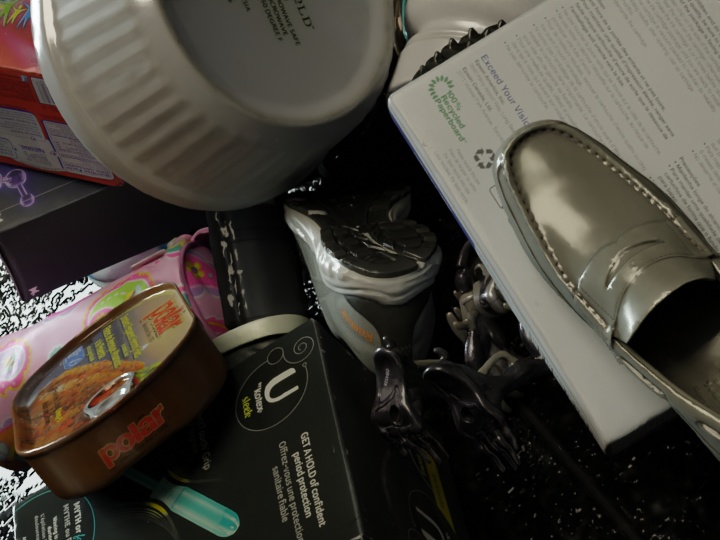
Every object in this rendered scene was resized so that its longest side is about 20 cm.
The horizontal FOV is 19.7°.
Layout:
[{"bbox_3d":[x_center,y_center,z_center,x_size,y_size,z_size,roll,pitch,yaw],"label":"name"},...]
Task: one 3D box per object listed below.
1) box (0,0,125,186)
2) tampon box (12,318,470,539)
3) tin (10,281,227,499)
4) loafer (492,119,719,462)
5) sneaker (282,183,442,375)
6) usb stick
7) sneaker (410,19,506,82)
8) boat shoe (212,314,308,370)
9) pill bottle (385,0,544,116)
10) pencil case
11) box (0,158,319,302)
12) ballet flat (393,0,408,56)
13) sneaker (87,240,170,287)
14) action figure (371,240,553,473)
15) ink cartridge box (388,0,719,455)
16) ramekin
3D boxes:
[{"bbox_3d":[-0.219,-0.130,1.219,0.200,0.100,0.096,12,58,19],"label":"box"},{"bbox_3d":[-0.055,0.154,1.045,0.200,0.126,0.150,-32,41,17],"label":"tampon box"},{"bbox_3d":[-0.125,0.060,1.077,0.112,0.042,0.200,-41,14,-1],"label":"tin"},{"bbox_3d":[0.131,0.009,0.897,0.070,0.070,0.200,-42,76,-3],"label":"loafer"},{"bbox_3d":[0.000,0.000,1.144,0.074,0.079,0.200,-6,19,-5],"label":"sneaker"},{"bbox_3d":[-0.069,-0.059,1.196,0.033,0.055,0.200,-23,74,52],"label":"usb stick"},{"bbox_3d":[0.108,-0.092,1.079,0.200,0.091,0.066,-27,26,-36],"label":"sneaker"},{"bbox_3d":[-0.102,0.095,1.179,0.199,0.074,0.066,-27,67,22],"label":"boat shoe"},{"bbox_3d":[0.092,-0.165,1.180,0.113,0.113,0.200,2,60,42],"label":"pill bottle"},{"bbox_3d":[-0.152,0.049,1.241,0.200,0.087,0.088,-27,44,25],"label":"pencil case"},{"bbox_3d":[-0.146,-0.088,1.284,0.200,0.079,0.141,-23,58,-5],"label":"box"},{"bbox_3d":[0.053,-0.192,1.287,0.065,0.070,0.200,-37,30,56],"label":"ballet flat"},{"bbox_3d":[-0.187,-0.046,1.354,0.200,0.081,0.077,21,72,46],"label":"sneaker"},{"bbox_3d":[0.089,0.026,1.047,0.119,0.102,0.200,-11,26,45],"label":"action figure"},{"bbox_3d":[0.146,-0.048,0.965,0.200,0.043,0.197,-31,75,-1],"label":"ink cartridge box"},{"bbox_3d":[-0.071,-0.139,1.137,0.094,0.202,0.203,-23,43,52],"label":"ramekin"}]
